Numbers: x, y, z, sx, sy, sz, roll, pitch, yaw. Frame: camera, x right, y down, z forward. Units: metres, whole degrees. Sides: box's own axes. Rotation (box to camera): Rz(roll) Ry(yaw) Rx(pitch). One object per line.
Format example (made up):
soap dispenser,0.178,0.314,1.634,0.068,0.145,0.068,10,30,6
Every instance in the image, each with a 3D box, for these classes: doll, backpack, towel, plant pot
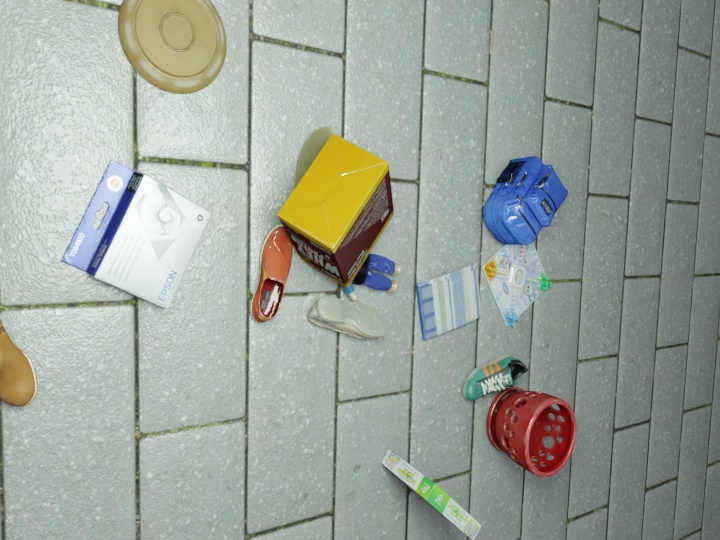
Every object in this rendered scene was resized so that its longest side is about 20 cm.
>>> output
doll,0.000,0.000,1.242,0.195,0.048,0.141,17,85,-32
backpack,0.418,-0.173,1.420,0.162,0.167,0.202,44,77,-20
towel,0.227,0.079,1.407,0.195,0.024,0.152,-18,106,-27
plant pot,-0.335,-0.430,1.003,0.194,0.027,0.208,-4,97,-32
plant pot,0.449,0.422,1.487,0.195,0.181,0.209,-4,98,-31

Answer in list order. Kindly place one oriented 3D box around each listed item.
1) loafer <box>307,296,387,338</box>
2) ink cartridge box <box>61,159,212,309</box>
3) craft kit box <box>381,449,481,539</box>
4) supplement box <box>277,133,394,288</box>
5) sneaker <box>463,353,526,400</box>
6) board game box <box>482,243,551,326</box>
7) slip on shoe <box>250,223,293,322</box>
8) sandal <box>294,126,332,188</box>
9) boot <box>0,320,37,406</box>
loafer,-0.029,0.110,1.238,0.196,0.062,0.074,22,51,-34
ink cartridge box,-0.395,-0.063,0.994,0.197,0.040,0.205,28,80,-31
craft kit box,0.166,0.530,1.313,0.200,0.196,0.049,47,71,-25
supplement box,-0.039,-0.112,1.100,0.200,0.130,0.201,-57,162,-14
sneaker,0.362,0.288,1.478,0.196,0.079,0.074,-27,109,-26
board game box,0.441,0.017,1.532,0.199,0.026,0.204,-39,113,-23
slip on shoe,-0.175,0.007,1.127,0.072,0.061,0.207,17,85,-30
sandal,-0.095,-0.188,1.165,0.069,0.076,0.218,17,92,-58
boot,-0.558,0.135,0.845,0.075,0.154,0.207,-19,105,-28
